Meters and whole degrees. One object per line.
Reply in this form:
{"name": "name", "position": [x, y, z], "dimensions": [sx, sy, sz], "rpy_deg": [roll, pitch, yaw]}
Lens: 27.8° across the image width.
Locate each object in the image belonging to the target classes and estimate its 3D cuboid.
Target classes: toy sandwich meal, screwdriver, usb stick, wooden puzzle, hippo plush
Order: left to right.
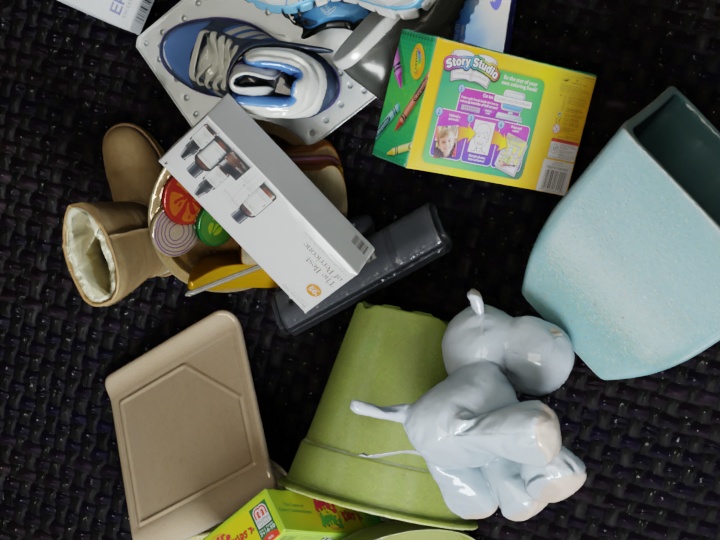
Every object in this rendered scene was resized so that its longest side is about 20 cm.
{"name": "wooden puzzle", "position": [-0.173, 0.167, 1.489], "dimensions": [0.184, 0.037, 0.201], "rpy_deg": [-30, 63, 25]}
{"name": "toy sandwich meal", "position": [-0.108, -0.054, 1.429], "dimensions": [0.204, 0.070, 0.207], "rpy_deg": [-12, 120, -21]}
{"name": "screwdriver", "position": [-0.078, -0.016, 1.409], "dimensions": [0.198, 0.028, 0.029], "rpy_deg": [-16, 94, -14]}
{"name": "usb stick", "position": [0.000, 0.000, 1.411], "dimensions": [0.199, 0.033, 0.056], "rpy_deg": [-29, 65, 20]}
{"name": "hippo plush", "position": [0.113, 0.119, 1.308], "dimensions": [0.198, 0.162, 0.160], "rpy_deg": [7, 140, 14]}

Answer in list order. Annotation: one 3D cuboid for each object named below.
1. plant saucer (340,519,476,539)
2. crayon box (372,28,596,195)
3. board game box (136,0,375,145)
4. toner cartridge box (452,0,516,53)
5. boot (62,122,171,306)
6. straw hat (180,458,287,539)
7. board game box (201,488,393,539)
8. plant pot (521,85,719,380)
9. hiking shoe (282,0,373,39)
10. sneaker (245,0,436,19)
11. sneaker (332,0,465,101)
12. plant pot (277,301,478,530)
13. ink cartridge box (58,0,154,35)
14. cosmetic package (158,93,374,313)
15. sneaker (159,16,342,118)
{"name": "plant saucer", "position": [0.026, 0.300, 1.436], "dimensions": [0.199, 0.200, 0.031], "rpy_deg": [-31, 50, 15]}
{"name": "crayon box", "position": [0.117, -0.145, 1.348], "dimensions": [0.058, 0.199, 0.120], "rpy_deg": [27, 106, 54]}
{"name": "board game box", "position": [-0.097, -0.212, 1.473], "dimensions": [0.199, 0.026, 0.201], "rpy_deg": [-36, 87, 14]}
{"name": "toner cartridge box", "position": [0.098, -0.225, 1.415], "dimensions": [0.094, 0.043, 0.202], "rpy_deg": [9, 98, 12]}
{"name": "boot", "position": [-0.239, -0.062, 1.434], "dimensions": [0.066, 0.200, 0.176], "rpy_deg": [-23, 91, 15]}
{"name": "straw hat", "position": [-0.154, 0.287, 1.510], "dimensions": [0.199, 0.085, 0.203], "rpy_deg": [1, 96, 14]}
{"name": "board game box", "position": [-0.058, 0.265, 1.421], "dimensions": [0.101, 0.199, 0.048], "rpy_deg": [-40, 60, 21]}
{"name": "plant pot", "position": [0.263, -0.014, 1.327], "dimensions": [0.196, 0.196, 0.200], "rpy_deg": [46, 119, 5]}
{"name": "hiking shoe", "position": [-0.059, -0.271, 1.402], "dimensions": [0.198, 0.074, 0.087], "rpy_deg": [16, 91, 7]}
{"name": "sneaker", "position": [-0.032, -0.278, 1.307], "dimensions": [0.198, 0.087, 0.076], "rpy_deg": [5, 77, 17]}
{"name": "sneaker", "position": [0.075, -0.231, 1.369], "dimensions": [0.200, 0.071, 0.099], "rpy_deg": [-44, 112, -3]}
{"name": "plant pot", "position": [0.035, 0.134, 1.410], "dimensions": [0.198, 0.200, 0.192], "rpy_deg": [11, 87, 12]}
{"name": "ink cartridge box", "position": [-0.276, -0.371, 1.480], "dimensions": [0.199, 0.041, 0.201], "rpy_deg": [25, 94, 10]}
{"name": "cosmetic package", "position": [-0.087, -0.060, 1.349], "dimensions": [0.200, 0.051, 0.082], "rpy_deg": [46, 130, -10]}
{"name": "sneaker", "position": [-0.120, -0.197, 1.391], "dimensions": [0.199, 0.146, 0.081], "rpy_deg": [18, 100, 11]}
